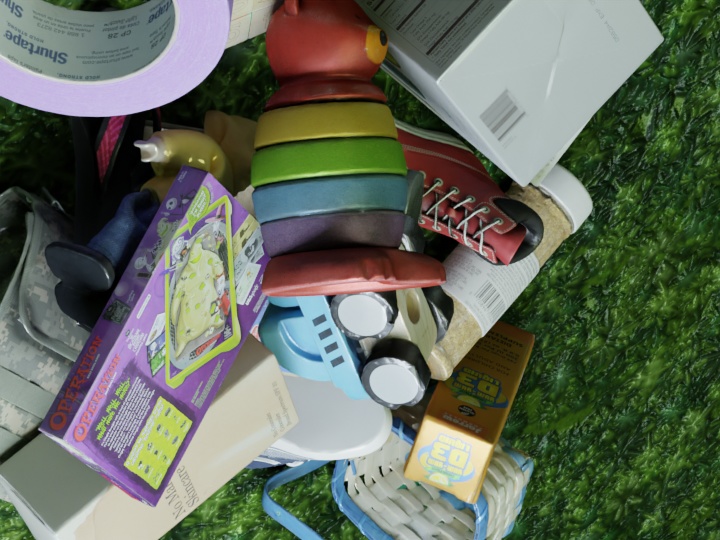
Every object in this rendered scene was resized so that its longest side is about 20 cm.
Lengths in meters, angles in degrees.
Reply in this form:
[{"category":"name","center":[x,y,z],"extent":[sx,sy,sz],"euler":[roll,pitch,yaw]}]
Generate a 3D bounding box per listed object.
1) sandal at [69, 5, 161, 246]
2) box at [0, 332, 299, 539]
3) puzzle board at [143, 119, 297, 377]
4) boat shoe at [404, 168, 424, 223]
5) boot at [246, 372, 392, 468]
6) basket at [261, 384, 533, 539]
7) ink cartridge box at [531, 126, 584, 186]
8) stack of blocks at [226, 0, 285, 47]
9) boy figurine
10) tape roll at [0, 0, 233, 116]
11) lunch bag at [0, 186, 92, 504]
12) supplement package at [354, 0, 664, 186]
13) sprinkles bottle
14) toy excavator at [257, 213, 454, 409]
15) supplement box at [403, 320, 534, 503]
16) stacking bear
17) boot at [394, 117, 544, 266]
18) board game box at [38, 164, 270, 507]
[{"category":"sandal","center":[-0.163,-0.081,1.568],"extent":[0.075,0.045,0.201],"euler":[-7,99,-52]},{"category":"box","center":[-0.148,0.124,1.610],"extent":[0.200,0.078,0.095],"euler":[-40,145,-15]},{"category":"puzzle board","center":[-0.102,-0.015,1.699],"extent":[0.150,0.017,0.201],"euler":[9,123,-5]},{"category":"boat shoe","center":[0.000,0.000,1.731],"extent":[0.075,0.064,0.203],"euler":[-64,170,-46]},{"category":"boot","center":[-0.053,0.121,1.797],"extent":[0.090,0.199,0.073],"euler":[47,56,-54]},{"category":"basket","center":[0.040,0.201,1.939],"extent":[0.199,0.176,0.140],"euler":[-23,142,-41]},{"category":"ink cartridge box","center":[0.154,-0.180,1.806],"extent":[0.200,0.068,0.116],"euler":[-53,141,7]},{"category":"stack of blocks","center":[-0.093,-0.252,1.486],"extent":[0.058,0.115,0.200],"euler":[-25,154,-23]},{"category":"boy figurine","center":[-0.128,-0.049,1.551],"extent":[0.200,0.064,0.125],"euler":[-49,144,-34]},{"category":"tape roll","center":[-0.177,-0.186,1.421],"extent":[0.199,0.066,0.201],"euler":[2,142,2]},{"category":"lunch bag","center":[-0.238,0.052,1.615],"extent":[0.200,0.117,0.164],"euler":[-54,143,0]},{"category":"supplement package","center":[0.078,-0.196,1.619],"extent":[0.151,0.200,0.152],"euler":[-46,141,-1]},{"category":"sprinkles bottle","center":[0.107,-0.003,1.883],"extent":[0.200,0.068,0.068],"euler":[-48,142,-18]},{"category":"toy excavator","center":[-0.056,0.012,1.649],"extent":[0.100,0.199,0.195],"euler":[-68,142,-51]},{"category":"supplement box","center":[0.093,0.112,1.912],"extent":[0.200,0.066,0.069],"euler":[-63,173,-59]},{"category":"stacking bear","center":[-0.019,-0.087,1.522],"extent":[0.121,0.113,0.201],"euler":[3,82,-61]},{"category":"boot","center":[0.049,-0.057,1.756],"extent":[0.199,0.144,0.073],"euler":[5,120,-43]},{"category":"board game box","center":[-0.127,0.045,1.515],"extent":[0.201,0.032,0.120],"euler":[-62,148,-14]}]
